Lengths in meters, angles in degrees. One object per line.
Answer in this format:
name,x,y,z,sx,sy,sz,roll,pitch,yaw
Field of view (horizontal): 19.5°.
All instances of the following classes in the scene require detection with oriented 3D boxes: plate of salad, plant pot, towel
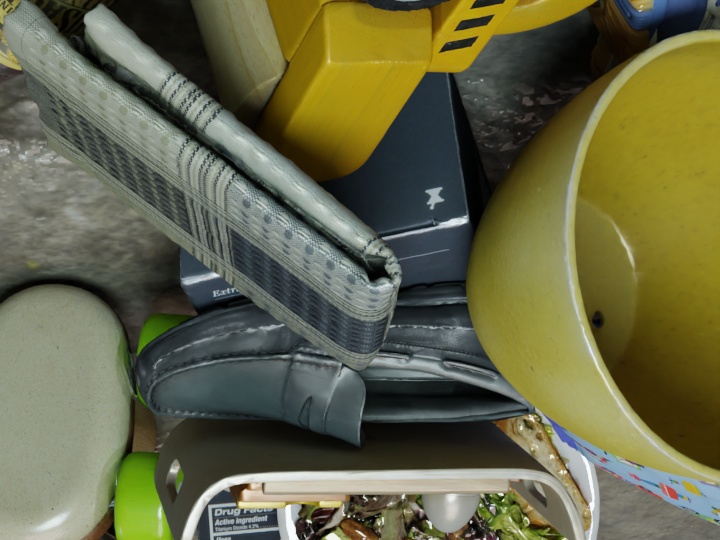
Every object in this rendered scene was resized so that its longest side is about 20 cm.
plate of salad,0.046,0.146,1.281,0.200,0.200,0.048,-11,-174,7
plant pot,0.129,0.002,0.967,0.200,0.200,0.142,18,163,-31
towel,-0.066,-0.037,0.921,0.200,0.035,0.193,36,169,6

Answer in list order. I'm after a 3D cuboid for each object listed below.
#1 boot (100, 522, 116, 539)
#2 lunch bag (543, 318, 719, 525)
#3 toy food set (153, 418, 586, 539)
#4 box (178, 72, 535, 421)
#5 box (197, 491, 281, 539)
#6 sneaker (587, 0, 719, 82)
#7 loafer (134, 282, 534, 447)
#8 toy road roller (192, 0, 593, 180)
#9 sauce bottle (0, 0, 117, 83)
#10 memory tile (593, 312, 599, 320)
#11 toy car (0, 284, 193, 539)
boot,-0.145,0.187,1.317,0.200,0.078,0.138,22,-168,38
lunch bag,0.171,0.081,1.125,0.150,0.094,0.200,24,-178,21
toy food set,0.000,0.114,1.061,0.200,0.061,0.144,0,-172,-10
box,0.000,0.000,1.113,0.148,0.107,0.200,-11,146,8
box,-0.002,0.240,1.369,0.200,0.199,0.123,-4,161,-2
sneaker,0.155,-0.125,1.002,0.088,0.075,0.200,-20,152,-1
loafer,-0.011,0.052,1.029,0.200,0.071,0.068,-6,145,-1
toy road roller,0.026,-0.136,0.900,0.146,0.123,0.200,-1,149,-29
sauce bottle,-0.147,-0.127,0.942,0.066,0.066,0.200,20,138,-33
memory tile,0.205,-0.007,1.216,0.153,0.017,0.200,5,144,-16
toy car,-0.170,0.111,1.227,0.164,0.158,0.200,4,158,6
